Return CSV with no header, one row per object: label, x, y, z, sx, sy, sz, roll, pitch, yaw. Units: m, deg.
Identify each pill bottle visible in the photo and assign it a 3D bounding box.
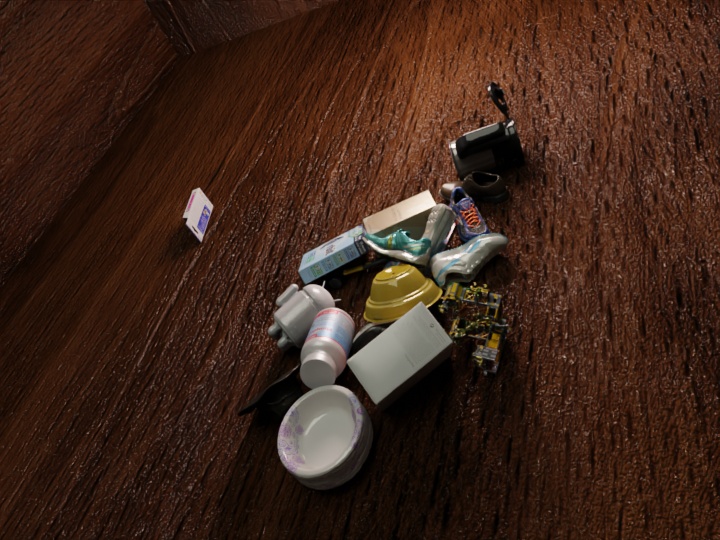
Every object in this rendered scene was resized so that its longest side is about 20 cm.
pill bottle,-0.078,0.181,1.326,0.106,0.111,0.201,-17,22,17

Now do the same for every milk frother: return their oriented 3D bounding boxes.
milk frother,0.333,-0.385,1.588,0.184,0.181,0.204,-18,58,15

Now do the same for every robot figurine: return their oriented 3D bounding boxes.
robot figurine,-0.144,0.117,1.472,0.199,0.113,0.170,-41,80,-10

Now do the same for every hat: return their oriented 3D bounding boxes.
hat,-0.184,0.302,1.332,0.199,0.201,0.081,-39,84,-7

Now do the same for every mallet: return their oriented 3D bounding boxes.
mallet,0.000,0.000,1.544,0.196,0.041,0.067,-13,43,25

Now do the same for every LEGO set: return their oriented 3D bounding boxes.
LEGO set,0.228,0.129,1.177,0.150,0.202,0.117,15,58,17

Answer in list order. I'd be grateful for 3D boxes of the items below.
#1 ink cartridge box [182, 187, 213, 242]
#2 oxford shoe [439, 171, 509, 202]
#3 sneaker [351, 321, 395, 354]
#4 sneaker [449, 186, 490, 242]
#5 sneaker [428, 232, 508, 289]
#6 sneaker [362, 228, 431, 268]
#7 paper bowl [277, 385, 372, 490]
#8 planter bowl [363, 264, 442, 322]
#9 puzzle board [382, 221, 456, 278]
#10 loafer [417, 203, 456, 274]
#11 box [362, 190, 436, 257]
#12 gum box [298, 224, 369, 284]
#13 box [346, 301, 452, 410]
ink cartridge box,-0.594,-0.200,2.088,0.036,0.095,0.203,-17,43,17
oxford shoe,0.299,-0.234,1.554,0.196,0.085,0.074,0,51,35
sneaker,0.073,0.158,1.325,0.197,0.076,0.089,-28,46,6
sneaker,0.272,-0.142,1.475,0.074,0.080,0.202,-21,41,-3
sneaker,0.267,-0.021,1.382,0.196,0.077,0.082,-25,57,11
sneaker,0.092,-0.063,1.427,0.197,0.077,0.081,17,84,35
paper bowl,-0.066,0.353,1.197,0.196,0.105,0.204,-18,42,17
planter bowl,0.088,0.040,1.356,0.196,0.085,0.201,-19,14,5
puzzle board,0.160,-0.070,1.533,0.148,0.018,0.202,6,55,37
loafer,0.185,-0.067,1.447,0.204,0.069,0.070,-64,22,-3
box,0.113,-0.124,1.533,0.196,0.079,0.096,-24,35,4
gum box,-0.071,-0.048,1.590,0.197,0.045,0.170,-28,15,7
box,0.085,0.184,1.205,0.198,0.153,0.107,-37,72,-6
